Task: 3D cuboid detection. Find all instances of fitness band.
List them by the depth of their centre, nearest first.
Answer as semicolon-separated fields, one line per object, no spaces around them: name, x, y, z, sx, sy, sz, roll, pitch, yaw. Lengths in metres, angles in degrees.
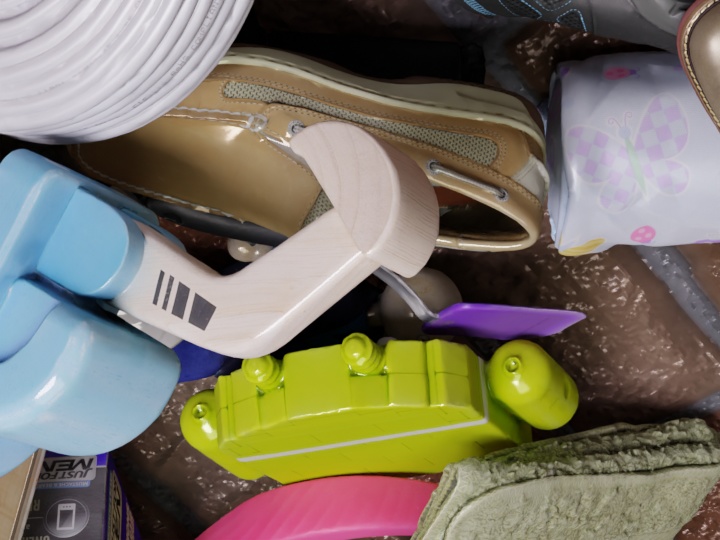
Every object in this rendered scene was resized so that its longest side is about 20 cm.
fitness band;-0.015;0.157;1.181;0.143;0.038;0.200;13;148;-25

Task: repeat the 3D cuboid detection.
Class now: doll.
doll;-0.048;0.028;1.094;0.199;0.049;0.137;-9;143;14

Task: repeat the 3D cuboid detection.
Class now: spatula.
spatula;0.000;0.000;1.011;0.199;0.021;0.057;21;159;-13

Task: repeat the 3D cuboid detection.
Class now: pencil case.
pencil case;0.176;-0.049;0.996;0.199;0.083;0.091;-3;117;3

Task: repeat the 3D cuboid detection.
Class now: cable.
cable;-0.123;-0.146;0.868;0.199;0.069;0.201;6;99;27

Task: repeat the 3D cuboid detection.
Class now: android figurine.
android figurine;0.006;0.067;1.077;0.181;0.041;0.200;-11;160;18

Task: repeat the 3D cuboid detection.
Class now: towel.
towel;0.088;0.140;1.123;0.200;0.036;0.149;-5;131;-43

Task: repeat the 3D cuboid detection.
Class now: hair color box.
hair color box;-0.158;0.167;1.134;0.109;0.065;0.200;-4;144;4

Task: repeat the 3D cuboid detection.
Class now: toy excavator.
toy excavator;-0.087;0.011;0.861;0.195;0.200;0.100;-61;150;1

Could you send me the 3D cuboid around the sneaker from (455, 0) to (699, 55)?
sneaker;0.087;-0.134;0.949;0.199;0.073;0.082;23;154;-18

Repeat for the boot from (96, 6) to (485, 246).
boot;-0.027;-0.088;0.978;0.162;0.074;0.199;7;138;-1

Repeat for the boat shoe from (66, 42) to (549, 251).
boat shoe;-0.022;-0.041;0.925;0.199;0.076;0.072;2;139;-2

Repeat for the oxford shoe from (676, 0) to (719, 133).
oxford shoe;0.205;-0.035;0.915;0.200;0.075;0.070;42;107;-14

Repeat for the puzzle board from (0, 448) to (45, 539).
puzzle board;-0.206;0.086;1.022;0.150;0.017;0.201;25;106;26

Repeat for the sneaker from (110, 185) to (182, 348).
sneaker;-0.169;-0.013;1.037;0.200;0.071;0.080;4;127;22
